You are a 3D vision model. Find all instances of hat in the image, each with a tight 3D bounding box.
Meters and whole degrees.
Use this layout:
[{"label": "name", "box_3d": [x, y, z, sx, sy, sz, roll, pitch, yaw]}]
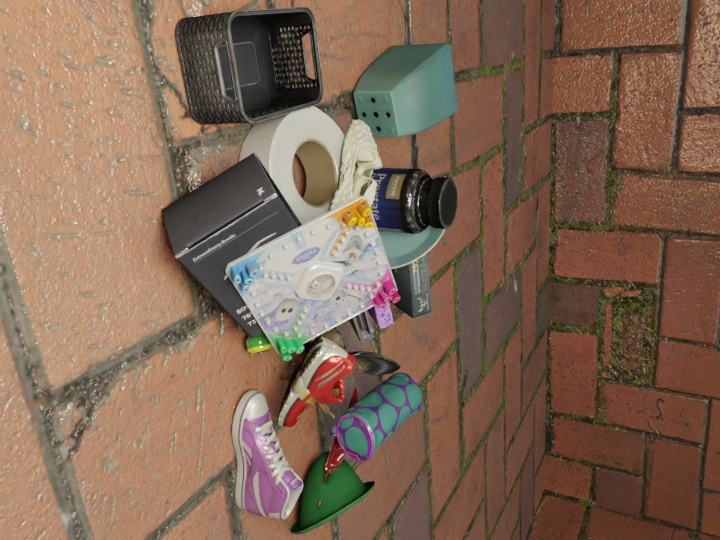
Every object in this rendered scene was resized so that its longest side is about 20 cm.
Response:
[{"label": "hat", "box_3d": [-0.077, 0.351, 1.133, 0.199, 0.166, 0.177, -23, 82, -30]}]

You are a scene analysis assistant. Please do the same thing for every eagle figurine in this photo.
[{"label": "eagle figurine", "box_3d": [-0.043, 0.160, 1.095, 0.199, 0.151, 0.153, -26, 87, -43]}]

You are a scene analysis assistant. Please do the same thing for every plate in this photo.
[{"label": "plate", "box_3d": [0.068, -0.082, 1.136, 0.026, 0.199, 0.201, 54, 49, -50]}]

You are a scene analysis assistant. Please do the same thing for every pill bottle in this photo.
[{"label": "pill bottle", "box_3d": [0.063, -0.123, 1.078, 0.112, 0.198, 0.113, -19, 113, -58]}]

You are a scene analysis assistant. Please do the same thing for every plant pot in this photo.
[{"label": "plant pot", "box_3d": [0.080, -0.348, 1.224, 0.200, 0.140, 0.142, -44, 133, -40]}]

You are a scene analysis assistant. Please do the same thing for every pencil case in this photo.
[{"label": "pencil case", "box_3d": [0.035, 0.256, 1.086, 0.200, 0.085, 0.093, -24, 135, -56]}]

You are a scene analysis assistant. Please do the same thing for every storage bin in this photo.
[{"label": "storage bin", "box_3d": [-0.146, -0.286, 0.855, 0.200, 0.093, 0.136, -39, 128, -54]}]

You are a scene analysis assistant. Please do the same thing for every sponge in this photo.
[{"label": "sponge", "box_3d": [0.000, 0.000, 1.029, 0.030, 0.200, 0.112, -20, 123, -12]}]

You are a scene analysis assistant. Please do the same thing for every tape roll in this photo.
[{"label": "tape roll", "box_3d": [-0.094, -0.149, 0.965, 0.202, 0.070, 0.205, 1, 88, -51]}]

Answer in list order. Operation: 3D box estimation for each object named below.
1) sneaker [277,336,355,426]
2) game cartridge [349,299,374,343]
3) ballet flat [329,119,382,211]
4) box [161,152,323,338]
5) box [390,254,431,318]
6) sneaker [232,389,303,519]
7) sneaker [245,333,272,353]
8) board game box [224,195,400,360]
[{"label": "sneaker", "box_3d": [-0.068, 0.189, 0.947, 0.201, 0.084, 0.077, -58, -170, 39]}, {"label": "game cartridge", "box_3d": [-0.023, 0.035, 1.018, 0.200, 0.038, 0.130, 76, -10, -68]}, {"label": "ballet flat", "box_3d": [0.002, -0.149, 0.981, 0.072, 0.071, 0.202, 38, 59, -57]}, {"label": "box", "box_3d": [-0.144, -0.028, 0.826, 0.147, 0.105, 0.201, -31, 137, -1]}, {"label": "box", "box_3d": [0.079, -0.023, 1.256, 0.051, 0.158, 0.202, -18, 117, -23]}, {"label": "sneaker", "box_3d": [-0.136, 0.291, 0.965, 0.072, 0.113, 0.202, -19, 111, -57]}, {"label": "sneaker", "box_3d": [-0.130, 0.055, 0.993, 0.084, 0.074, 0.200, 54, 47, -20]}, {"label": "board game box", "box_3d": [-0.052, 0.020, 0.828, 0.199, 0.026, 0.201, -28, 137, -6]}]
